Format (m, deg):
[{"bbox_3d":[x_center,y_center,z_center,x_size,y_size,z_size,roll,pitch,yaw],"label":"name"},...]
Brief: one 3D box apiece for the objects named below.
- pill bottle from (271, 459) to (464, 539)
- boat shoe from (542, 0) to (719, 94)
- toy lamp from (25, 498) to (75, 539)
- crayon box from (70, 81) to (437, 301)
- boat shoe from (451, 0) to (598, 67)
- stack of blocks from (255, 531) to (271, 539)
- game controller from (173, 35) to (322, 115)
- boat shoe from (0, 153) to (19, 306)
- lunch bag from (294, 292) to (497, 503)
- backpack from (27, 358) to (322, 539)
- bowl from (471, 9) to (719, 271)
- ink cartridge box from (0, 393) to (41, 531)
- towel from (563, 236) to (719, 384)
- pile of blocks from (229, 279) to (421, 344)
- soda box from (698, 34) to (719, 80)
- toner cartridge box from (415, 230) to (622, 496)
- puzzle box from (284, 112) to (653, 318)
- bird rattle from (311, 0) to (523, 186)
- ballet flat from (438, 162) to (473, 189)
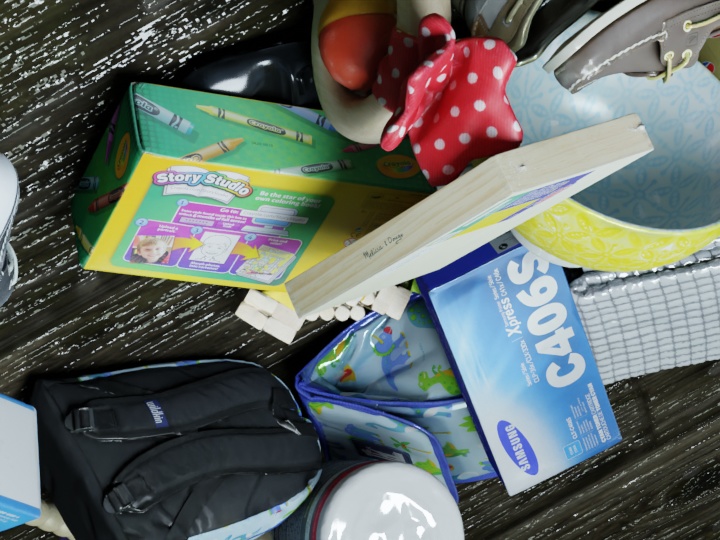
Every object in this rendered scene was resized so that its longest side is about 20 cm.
[{"bbox_3d":[-0.004,0.198,1.609,0.110,0.111,0.200,-17,-179,-18],"label":"pill bottle"},{"bbox_3d":[0.202,-0.159,1.388,0.200,0.060,0.072,-32,180,-33],"label":"boat shoe"},{"bbox_3d":[-0.235,0.181,1.595,0.058,0.058,0.200,-37,146,13],"label":"toy lamp"},{"bbox_3d":[-0.067,-0.046,1.342,0.199,0.058,0.119,7,141,-25],"label":"crayon box"},{"bbox_3d":[0.151,-0.204,1.336,0.200,0.069,0.075,-40,146,18],"label":"boat shoe"},{"bbox_3d":[-0.044,0.239,1.818,0.200,0.059,0.115,-33,148,7],"label":"stack of blocks"},{"bbox_3d":[-0.067,-0.075,1.389,0.104,0.042,0.200,-7,144,-6],"label":"game controller"},{"bbox_3d":[-0.244,-0.002,1.315,0.068,0.072,0.200,3,139,-37],"label":"boat shoe"},{"bbox_3d":[0.058,0.096,1.648,0.199,0.128,0.170,-14,150,3],"label":"lunch bag"},{"bbox_3d":[-0.125,0.139,1.543,0.200,0.163,0.154,-21,156,-30],"label":"backpack"},{"bbox_3d":[0.149,-0.066,1.405,0.200,0.200,0.108,-8,144,-29],"label":"bowl"},{"bbox_3d":[-0.328,0.135,1.377,0.200,0.085,0.146,-22,151,26],"label":"ink cartridge box"},{"bbox_3d":[0.246,0.002,1.573,0.199,0.086,0.166,-14,150,7],"label":"towel"},{"bbox_3d":[0.000,0.000,1.532,0.199,0.082,0.062,-9,-173,-13],"label":"pile of blocks"},{"bbox_3d":[0.256,-0.105,1.554,0.064,0.068,0.200,-27,148,-1],"label":"soda box"},{"bbox_3d":[0.112,0.058,1.506,0.095,0.043,0.200,-26,125,-3],"label":"toner cartridge box"},{"bbox_3d":[0.062,-0.032,1.259,0.133,0.025,0.200,-18,171,-45],"label":"puzzle box"},{"bbox_3d":[0.025,-0.138,1.233,0.112,0.201,0.163,-7,166,-29],"label":"bird rattle"},{"bbox_3d":[0.127,-0.075,1.503,0.199,0.064,0.068,-19,144,-18],"label":"ballet flat"}]
